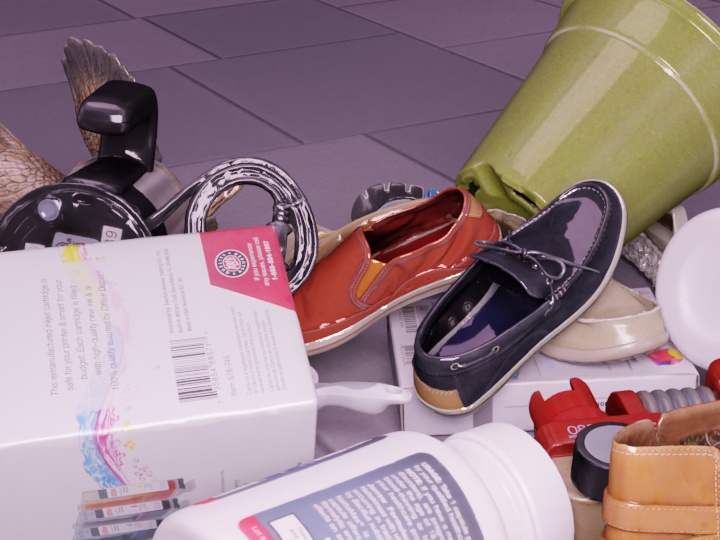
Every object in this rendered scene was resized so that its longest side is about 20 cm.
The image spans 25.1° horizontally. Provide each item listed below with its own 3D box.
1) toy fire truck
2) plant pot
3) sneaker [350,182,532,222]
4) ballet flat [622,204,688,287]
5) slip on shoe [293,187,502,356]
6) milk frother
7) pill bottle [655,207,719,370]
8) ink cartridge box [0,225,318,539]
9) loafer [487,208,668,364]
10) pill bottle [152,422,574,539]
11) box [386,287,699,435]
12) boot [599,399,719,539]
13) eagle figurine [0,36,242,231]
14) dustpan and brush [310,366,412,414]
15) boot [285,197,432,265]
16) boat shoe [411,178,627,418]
[{"bbox_3d":[0.175,0.102,0.951,0.176,0.129,0.200,-5,31,-9],"label":"toy fire truck"},{"bbox_3d":[0.177,-0.090,1.246,0.190,0.200,0.200,-45,40,-21],"label":"plant pot"},{"bbox_3d":[0.089,-0.024,1.337,0.200,0.075,0.087,12,-17,-2],"label":"sneaker"},{"bbox_3d":[0.258,-0.016,1.297,0.072,0.072,0.200,-9,23,-17],"label":"ballet flat"},{"bbox_3d":[0.000,0.000,1.112,0.200,0.061,0.074,-24,37,2],"label":"slip on shoe"},{"bbox_3d":[-0.137,-0.025,1.154,0.200,0.181,0.188,27,11,-3],"label":"milk frother"},{"bbox_3d":[0.305,0.011,1.125,0.200,0.113,0.112,-2,15,-45],"label":"pill bottle"},{"bbox_3d":[-0.135,0.080,0.915,0.200,0.145,0.145,-5,46,-10],"label":"ink cartridge box"},{"bbox_3d":[0.133,0.009,1.125,0.076,0.068,0.200,-17,26,-33],"label":"loafer"},{"bbox_3d":[0.006,0.148,0.815,0.200,0.120,0.120,-16,25,-33],"label":"pill bottle"},{"bbox_3d":[0.122,0.061,1.140,0.200,0.041,0.156,-4,22,-2],"label":"box"},{"bbox_3d":[0.125,0.153,0.737,0.200,0.156,0.077,-17,26,-34],"label":"boot"},{"bbox_3d":[-0.210,-0.065,1.295,0.151,0.200,0.152,3,60,36],"label":"eagle figurine"},{"bbox_3d":[-0.056,0.088,1.059,0.200,0.057,0.140,9,23,26],"label":"dustpan and brush"},{"bbox_3d":[-0.014,-0.010,1.233,0.200,0.073,0.155,-32,15,9],"label":"boot"},{"bbox_3d":[0.105,0.009,1.053,0.075,0.062,0.200,31,67,36],"label":"boat shoe"}]
